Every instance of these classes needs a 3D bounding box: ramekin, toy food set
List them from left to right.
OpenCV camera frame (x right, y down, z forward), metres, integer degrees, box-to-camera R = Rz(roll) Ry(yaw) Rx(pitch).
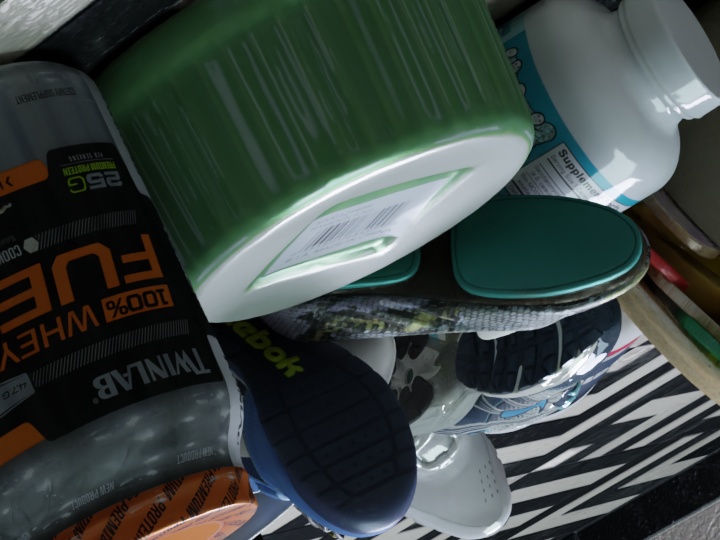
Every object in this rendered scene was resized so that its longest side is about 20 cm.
[{"bbox_3d":[-0.020,-0.059,1.251,0.199,0.098,0.200,-25,167,-6],"label":"ramekin"},{"bbox_3d":[0.187,0.011,1.497,0.197,0.200,0.049,35,112,-27],"label":"toy food set"}]

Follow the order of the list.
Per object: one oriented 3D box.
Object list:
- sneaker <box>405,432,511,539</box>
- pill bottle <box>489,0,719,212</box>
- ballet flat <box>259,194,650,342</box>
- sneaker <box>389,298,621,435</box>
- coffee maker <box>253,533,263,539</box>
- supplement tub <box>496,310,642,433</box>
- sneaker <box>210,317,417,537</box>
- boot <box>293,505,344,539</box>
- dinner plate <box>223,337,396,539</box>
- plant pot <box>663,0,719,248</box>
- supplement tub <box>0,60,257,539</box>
[{"bbox_3d":[0.014,0.078,1.623,0.074,0.200,0.087,-43,-174,-4],"label":"sneaker"},{"bbox_3d":[0.081,-0.064,1.410,0.199,0.111,0.111,-31,167,20],"label":"pill bottle"},{"bbox_3d":[0.040,0.003,1.360,0.199,0.073,0.072,-2,170,7],"label":"ballet flat"},{"bbox_3d":[0.088,0.041,1.509,0.086,0.078,0.200,9,163,-28],"label":"sneaker"},{"bbox_3d":[-0.107,0.193,1.860,0.134,0.201,0.192,-21,169,-32],"label":"coffee maker"},{"bbox_3d":[0.097,0.009,1.666,0.140,0.141,0.200,-22,167,-19],"label":"supplement tub"},{"bbox_3d":[-0.039,0.075,1.383,0.074,0.200,0.083,-17,130,-28],"label":"sneaker"},{"bbox_3d":[-0.058,0.114,1.717,0.199,0.174,0.070,-29,128,-24],"label":"boot"},{"bbox_3d":[-0.065,0.091,1.495,0.200,0.024,0.200,-34,-159,15],"label":"dinner plate"},{"bbox_3d":[0.265,-0.107,1.520,0.200,0.188,0.187,-47,161,19],"label":"plant pot"},{"bbox_3d":[-0.125,0.027,1.153,0.122,0.201,0.123,-25,168,-6],"label":"supplement tub"}]
